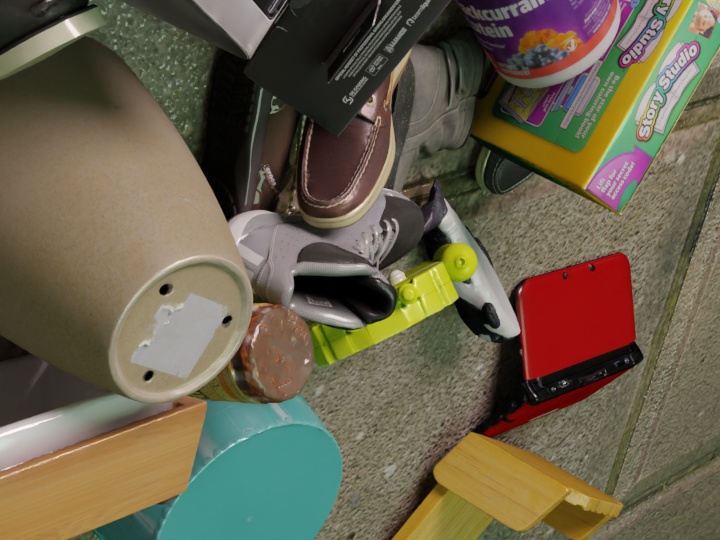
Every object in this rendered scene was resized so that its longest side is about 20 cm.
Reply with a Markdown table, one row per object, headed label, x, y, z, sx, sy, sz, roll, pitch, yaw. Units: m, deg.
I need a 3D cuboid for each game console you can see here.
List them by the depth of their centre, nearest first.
| label | x | y | z | sx | sy | sz | roll | pitch | yaw |
| --- | --- | --- | --- | --- | --- | --- | --- | --- | --- |
| game console | 0.218 | 0.086 | 1.281 | 0.198 | 0.120 | 0.172 | -13 | 159 | -39 |

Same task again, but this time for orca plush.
| label | x | y | z | sx | sy | sz | roll | pitch | yaw |
| --- | --- | --- | --- | --- | --- | --- | --- | --- | --- |
| orca plush | 0.081 | 0.009 | 1.039 | 0.070 | 0.107 | 0.200 | -23 | 148 | 15 |

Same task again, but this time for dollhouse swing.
| label | x | y | z | sx | sy | sz | roll | pitch | yaw |
| --- | --- | --- | --- | --- | --- | --- | --- | --- | --- |
| dollhouse swing | 0.163 | 0.295 | 1.266 | 0.199 | 0.180 | 0.178 | 29 | 88 | -57 |

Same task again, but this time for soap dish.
| label | x | y | z | sx | sy | sz | roll | pitch | yaw |
| --- | --- | --- | --- | --- | --- | --- | --- | --- | --- |
| soap dish | -0.209 | 0.111 | 0.712 | 0.156 | 0.198 | 0.083 | -17 | 103 | -37 |

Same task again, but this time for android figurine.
| label | x | y | z | sx | sy | sz | roll | pitch | yaw |
| --- | --- | --- | --- | --- | --- | --- | --- | --- | --- |
| android figurine | 0.012 | 0.030 | 0.903 | 0.180 | 0.042 | 0.200 | -26 | 180 | 0 |

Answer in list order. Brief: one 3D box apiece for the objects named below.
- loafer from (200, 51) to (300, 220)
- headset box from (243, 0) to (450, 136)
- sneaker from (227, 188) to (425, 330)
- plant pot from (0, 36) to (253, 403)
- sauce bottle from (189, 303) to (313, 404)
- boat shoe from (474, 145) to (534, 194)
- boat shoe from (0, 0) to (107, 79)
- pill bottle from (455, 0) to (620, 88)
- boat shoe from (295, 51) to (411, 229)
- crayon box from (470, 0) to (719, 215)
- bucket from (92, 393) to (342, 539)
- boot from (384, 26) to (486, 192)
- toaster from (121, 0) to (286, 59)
| label | x | y | z | sx | sy | sz | roll | pitch | yaw |
| --- | --- | --- | --- | --- | --- | --- | --- | --- | --- |
| loafer | -0.076 | -0.062 | 0.815 | 0.070 | 0.073 | 0.203 | -6 | 123 | -41 |
| headset box | 0.012 | -0.190 | 0.675 | 0.074 | 0.202 | 0.149 | 31 | 135 | -14 |
| sneaker | 0.000 | 0.000 | 0.794 | 0.198 | 0.115 | 0.076 | -14 | 123 | -42 |
| plant pot | -0.154 | -0.016 | 0.669 | 0.186 | 0.199 | 0.190 | -27 | 136 | -29 |
| sauce bottle | -0.120 | 0.056 | 0.766 | 0.065 | 0.198 | 0.067 | 5 | 83 | -47 |
| boat shoe | 0.188 | -0.140 | 1.034 | 0.200 | 0.065 | 0.073 | -45 | 143 | -8 |
| boat shoe | -0.223 | -0.112 | 0.585 | 0.064 | 0.199 | 0.074 | 60 | 26 | -14 |
| pill bottle | 0.110 | -0.241 | 0.830 | 0.112 | 0.111 | 0.200 | -47 | 133 | -6 |
| boat shoe | -0.009 | -0.127 | 0.781 | 0.072 | 0.071 | 0.203 | 60 | 41 | -55 |
| crayon box | 0.194 | -0.169 | 0.918 | 0.058 | 0.172 | 0.202 | 26 | 97 | -37 |
| bucket | -0.121 | 0.156 | 0.889 | 0.205 | 0.134 | 0.210 | -25 | 135 | -28 |
| boot | 0.044 | -0.096 | 0.924 | 0.129 | 0.067 | 0.203 | -16 | 130 | -44 |
| toaster | -0.091 | -0.230 | 0.592 | 0.183 | 0.198 | 0.119 | -58 | 145 | -5 |
